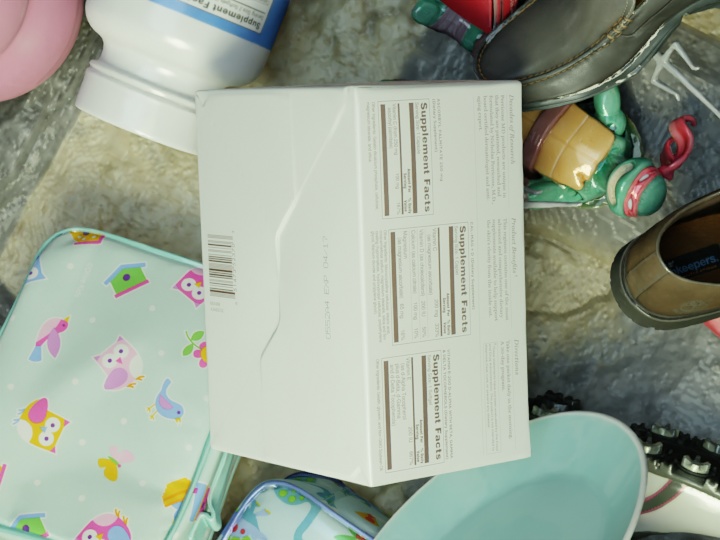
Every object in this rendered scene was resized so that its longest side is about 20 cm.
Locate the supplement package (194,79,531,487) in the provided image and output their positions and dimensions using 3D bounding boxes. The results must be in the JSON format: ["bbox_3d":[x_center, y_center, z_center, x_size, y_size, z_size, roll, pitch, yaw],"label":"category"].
[{"bbox_3d":[0.000,0.000,1.125,0.156,0.111,0.201,6,99,54],"label":"supplement package"}]

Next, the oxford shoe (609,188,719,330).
[{"bbox_3d":[0.234,-0.024,1.097,0.199,0.084,0.073,-23,79,-12],"label":"oxford shoe"}]

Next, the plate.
[{"bbox_3d":[0.069,0.153,1.087,0.200,0.200,0.026,-35,114,11],"label":"plate"}]

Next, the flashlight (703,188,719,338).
[{"bbox_3d":[0.250,0.044,1.155,0.200,0.068,0.068,42,84,10],"label":"flashlight"}]

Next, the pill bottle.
[{"bbox_3d":[-0.093,-0.174,1.214,0.112,0.112,0.201,23,96,12],"label":"pill bottle"}]

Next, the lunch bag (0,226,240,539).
[{"bbox_3d":[-0.140,0.086,1.211,0.160,0.077,0.201,17,68,10],"label":"lunch bag"}]

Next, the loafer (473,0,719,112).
[{"bbox_3d":[0.136,-0.151,1.088,0.200,0.072,0.073,-32,55,22],"label":"loafer"}]

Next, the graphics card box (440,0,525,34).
[{"bbox_3d":[0.112,-0.235,1.125,0.051,0.126,0.200,35,76,15],"label":"graphics card box"}]

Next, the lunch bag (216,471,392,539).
[{"bbox_3d":[-0.008,0.223,1.208,0.200,0.082,0.161,31,96,12],"label":"lunch bag"}]

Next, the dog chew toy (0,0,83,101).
[{"bbox_3d":[-0.238,-0.162,1.203,0.124,0.200,0.125,0,90,14],"label":"dog chew toy"}]

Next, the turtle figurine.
[{"bbox_3d":[0.104,-0.078,1.173,0.200,0.101,0.150,32,82,27],"label":"turtle figurine"}]

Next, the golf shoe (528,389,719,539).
[{"bbox_3d":[0.144,0.127,1.182,0.199,0.077,0.088,16,101,22],"label":"golf shoe"}]
